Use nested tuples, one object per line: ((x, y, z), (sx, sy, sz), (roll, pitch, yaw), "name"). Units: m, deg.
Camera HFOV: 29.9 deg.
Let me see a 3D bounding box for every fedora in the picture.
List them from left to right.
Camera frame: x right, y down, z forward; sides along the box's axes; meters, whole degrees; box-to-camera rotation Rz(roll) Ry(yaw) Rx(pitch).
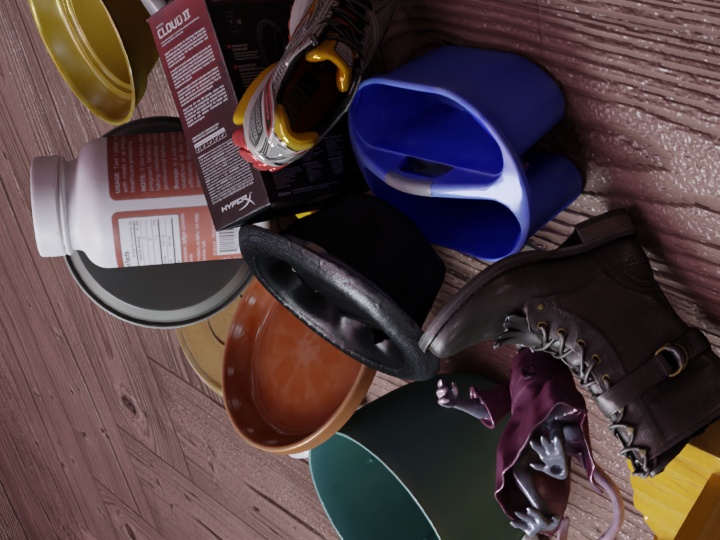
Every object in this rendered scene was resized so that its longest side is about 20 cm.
((0.000, 0.000, 1.067), (0.200, 0.092, 0.201), (36, 164, 12), "fedora")

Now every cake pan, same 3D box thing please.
((-0.184, -0.048, 1.261), (0.202, 0.199, 0.037), (57, 171, 0), "cake pan")

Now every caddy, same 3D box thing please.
((0.070, -0.086, 1.013), (0.199, 0.104, 0.143), (19, 135, 50), "caddy")

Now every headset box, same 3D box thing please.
((-0.074, -0.147, 1.091), (0.077, 0.148, 0.202), (-23, 85, 42), "headset box")

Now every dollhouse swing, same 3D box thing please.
((0.220, 0.209, 1.002), (0.181, 0.175, 0.202), (23, 138, 47), "dollhouse swing")

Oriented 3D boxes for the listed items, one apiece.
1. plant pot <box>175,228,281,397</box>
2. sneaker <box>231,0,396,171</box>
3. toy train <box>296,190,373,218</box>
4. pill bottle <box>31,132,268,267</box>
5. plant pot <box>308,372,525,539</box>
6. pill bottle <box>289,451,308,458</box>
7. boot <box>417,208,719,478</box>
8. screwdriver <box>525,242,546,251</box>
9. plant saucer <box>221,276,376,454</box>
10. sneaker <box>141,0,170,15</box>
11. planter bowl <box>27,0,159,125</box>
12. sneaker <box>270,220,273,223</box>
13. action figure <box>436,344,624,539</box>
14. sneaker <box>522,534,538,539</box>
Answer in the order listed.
((-0.125, 0.045, 1.347), (0.198, 0.027, 0.203), (12, 109, 37), "plant pot")
((-0.018, -0.163, 1.001), (0.077, 0.202, 0.082), (32, 165, -23), "sneaker")
((-0.010, -0.100, 1.183), (0.150, 0.055, 0.202), (-28, 80, 43), "toy train")
((-0.182, -0.063, 1.179), (0.112, 0.197, 0.114), (176, 90, -82), "pill bottle")
((0.076, 0.190, 1.233), (0.200, 0.160, 0.202), (39, 147, 31), "plant pot")
((-0.081, 0.094, 1.445), (0.112, 0.112, 0.202), (4, 122, 57), "pill bottle")
((0.159, 0.065, 0.933), (0.176, 0.198, 0.069), (61, 170, 14), "boot")
((0.119, -0.027, 1.082), (0.199, 0.028, 0.029), (31, 174, 41), "screwdriver")
((-0.049, 0.067, 1.216), (0.032, 0.202, 0.199), (25, 176, -40), "plant saucer")
((-0.108, -0.204, 1.212), (0.071, 0.099, 0.201), (44, 171, 49), "sneaker")
((-0.262, -0.260, 1.403), (0.200, 0.083, 0.202), (40, 149, 30), "planter bowl")
((-0.114, -0.133, 1.330), (0.082, 0.074, 0.202), (8, 127, 18), "sneaker")
((0.150, 0.099, 1.050), (0.148, 0.201, 0.134), (37, 118, -18), "action figure")
((0.078, 0.253, 1.343), (0.199, 0.118, 0.074), (31, 142, 39), "sneaker")
